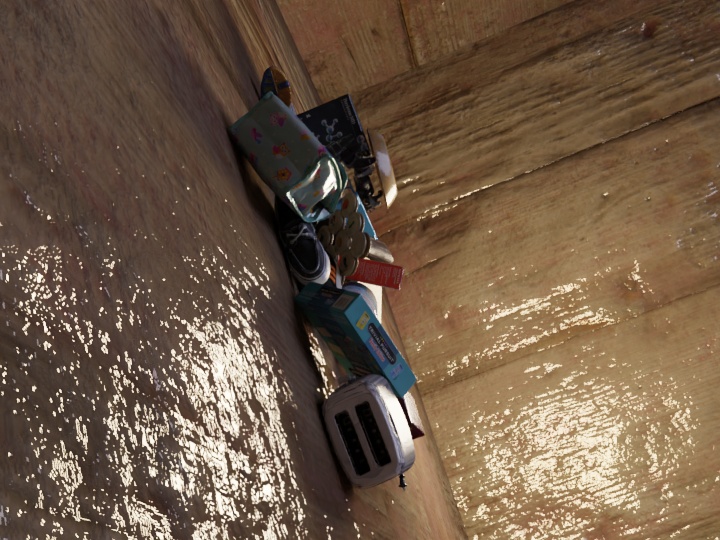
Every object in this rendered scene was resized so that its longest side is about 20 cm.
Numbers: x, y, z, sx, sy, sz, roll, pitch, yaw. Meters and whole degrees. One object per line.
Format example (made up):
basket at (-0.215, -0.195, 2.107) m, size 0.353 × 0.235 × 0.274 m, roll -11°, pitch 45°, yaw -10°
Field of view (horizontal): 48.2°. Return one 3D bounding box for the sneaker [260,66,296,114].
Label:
sneaker at (-0.194, -0.390, 1.910) m, size 0.089 × 0.074 × 0.203 m, roll -109°, pitch -174°, yaw -58°

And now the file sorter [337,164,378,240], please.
file sorter at (-0.059, -0.140, 1.960) m, size 0.201 × 0.137 × 0.124 m, roll 62°, pitch 5°, yaw -55°

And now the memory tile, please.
memory tile at (-0.048, -0.040, 1.565) m, size 0.017 × 0.200 × 0.155 m, roll 10°, pitch 47°, yaw -33°

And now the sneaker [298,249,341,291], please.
sneaker at (-0.082, 0.008, 1.481) m, size 0.090 × 0.069 × 0.202 m, roll 52°, pitch 13°, yaw -44°

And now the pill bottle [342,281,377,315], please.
pill bottle at (-0.017, 0.084, 1.651) m, size 0.200 × 0.107 × 0.110 m, roll -85°, pitch 154°, yaw -80°

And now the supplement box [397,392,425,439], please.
supplement box at (0.053, 0.289, 1.574) m, size 0.200 × 0.109 × 0.087 m, roll 56°, pitch 15°, yaw -69°

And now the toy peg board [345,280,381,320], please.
toy peg board at (-0.021, 0.064, 1.935) m, size 0.201 × 0.096 × 0.202 m, roll 63°, pitch 23°, yaw -50°

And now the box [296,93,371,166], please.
box at (-0.089, -0.330, 2.031) m, size 0.107 × 0.197 × 0.151 m, roll 4°, pitch 64°, yaw -85°

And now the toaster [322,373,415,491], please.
toaster at (0.014, 0.260, 1.262) m, size 0.129 × 0.112 × 0.203 m, roll 29°, pitch 39°, yaw -77°

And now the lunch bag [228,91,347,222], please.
lunch bag at (-0.115, -0.185, 1.392) m, size 0.171 × 0.122 × 0.200 m, roll 48°, pitch -2°, yaw 19°

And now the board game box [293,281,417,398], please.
board game box at (-0.008, 0.115, 1.358) m, size 0.150 × 0.047 × 0.201 m, roll 13°, pitch -37°, yaw 53°

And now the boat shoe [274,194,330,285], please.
boat shoe at (-0.110, -0.062, 1.435) m, size 0.068 × 0.071 × 0.202 m, roll 65°, pitch 4°, yaw -56°

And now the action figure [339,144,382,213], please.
action figure at (0.010, -0.220, 1.949) m, size 0.131 × 0.069 × 0.201 m, roll 58°, pitch -4°, yaw 25°

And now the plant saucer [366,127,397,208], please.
plant saucer at (0.056, -0.254, 1.971) m, size 0.200 × 0.035 × 0.204 m, roll -15°, pitch 91°, yaw -89°

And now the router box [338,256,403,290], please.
router box at (0.000, 0.000, 1.731) m, size 0.200 × 0.176 × 0.050 m, roll 67°, pitch 35°, yaw -89°

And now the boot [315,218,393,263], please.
boot at (-0.028, -0.079, 1.828) m, size 0.186 × 0.065 × 0.199 m, roll 42°, pitch 16°, yaw 25°

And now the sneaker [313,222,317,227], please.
sneaker at (-0.138, -0.177, 1.613) m, size 0.088 × 0.073 × 0.203 m, roll -112°, pitch 179°, yaw -74°
